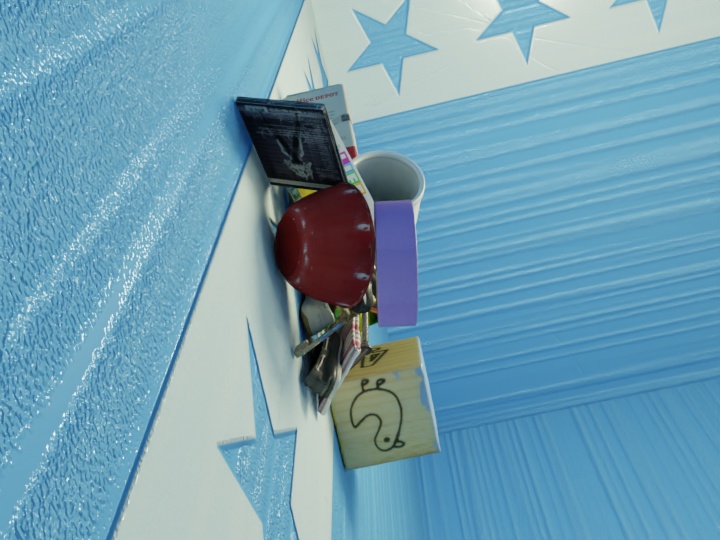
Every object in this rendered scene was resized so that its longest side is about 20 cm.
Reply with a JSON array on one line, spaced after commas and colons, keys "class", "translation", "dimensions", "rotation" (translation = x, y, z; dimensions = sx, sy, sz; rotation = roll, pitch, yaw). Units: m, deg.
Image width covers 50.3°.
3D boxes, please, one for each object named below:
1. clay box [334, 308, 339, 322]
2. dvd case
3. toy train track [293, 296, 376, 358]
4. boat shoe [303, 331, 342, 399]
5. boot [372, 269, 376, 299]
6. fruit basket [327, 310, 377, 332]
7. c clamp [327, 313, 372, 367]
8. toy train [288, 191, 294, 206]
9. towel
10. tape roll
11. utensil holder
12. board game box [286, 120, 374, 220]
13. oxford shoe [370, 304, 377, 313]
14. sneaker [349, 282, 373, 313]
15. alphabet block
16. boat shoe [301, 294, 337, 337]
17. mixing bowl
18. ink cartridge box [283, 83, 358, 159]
[{"class": "clay box", "translation": [-0.067, -0.002, 1.563], "dimensions": [0.115, 0.047, 0.204], "rotation": [-158, -127, -69]}, {"class": "dvd case", "translation": [-0.103, -0.197, 1.226], "dimensions": [0.201, 0.145, 0.016], "rotation": [72, 31, -55]}, {"class": "toy train track", "translation": [-0.045, 0.084, 1.293], "dimensions": [0.199, 0.114, 0.033], "rotation": [-35, 91, -44]}, {"class": "boat shoe", "translation": [-0.067, 0.150, 1.329], "dimensions": [0.068, 0.056, 0.201], "rotation": [-62, -167, 17]}, {"class": "boot", "translation": [-0.046, -0.002, 1.403], "dimensions": [0.076, 0.198, 0.097], "rotation": [-60, 161, 12]}, {"class": "fruit basket", "translation": [-0.009, 0.072, 1.715], "dimensions": [0.216, 0.211, 0.159], "rotation": [61, 18, -75]}, {"class": "c clamp", "translation": [-0.010, 0.119, 1.528], "dimensions": [0.027, 0.169, 0.202], "rotation": [44, 32, -30]}, {"class": "toy train", "translation": [-0.093, -0.169, 1.480], "dimensions": [0.084, 0.113, 0.204], "rotation": [23, 50, -42]}, {"class": "towel", "translation": [-0.034, 0.150, 1.392], "dimensions": [0.201, 0.029, 0.148], "rotation": [-93, -153, -64]}, {"class": "tape roll", "translation": [0.056, -0.011, 1.254], "dimensions": [0.200, 0.064, 0.205], "rotation": [-3, 90, -89]}, {"class": "utensil holder", "translation": [0.041, -0.119, 1.620], "dimensions": [0.202, 0.166, 0.172], "rotation": [97, -11, -49]}, {"class": "board game box", "translation": [-0.064, -0.157, 1.384], "dimensions": [0.203, 0.133, 0.034], "rotation": [61, -33, 3]}, {"class": "oxford shoe", "translation": [0.000, 0.000, 1.533], "dimensions": [0.201, 0.070, 0.073], "rotation": [53, -21, 30]}, {"class": "sneaker", "translation": [-0.003, -0.025, 1.288], "dimensions": [0.074, 0.079, 0.204], "rotation": [-42, -126, 49]}, {"class": "alphabet block", "translation": [0.048, 0.270, 1.590], "dimensions": [0.197, 0.195, 0.200], "rotation": [-77, 154, -80]}, {"class": "boat shoe", "translation": [-0.070, 0.058, 1.443], "dimensions": [0.201, 0.068, 0.072], "rotation": [-96, 169, -63]}, {"class": "mixing bowl", "translation": [-0.069, -0.039, 1.223], "dimensions": [0.199, 0.106, 0.205], "rotation": [5, -84, 59]}, {"class": "ink cartridge box", "translation": [-0.083, -0.288, 1.678], "dimensions": [0.084, 0.141, 0.204], "rotation": [67, 13, -70]}]
